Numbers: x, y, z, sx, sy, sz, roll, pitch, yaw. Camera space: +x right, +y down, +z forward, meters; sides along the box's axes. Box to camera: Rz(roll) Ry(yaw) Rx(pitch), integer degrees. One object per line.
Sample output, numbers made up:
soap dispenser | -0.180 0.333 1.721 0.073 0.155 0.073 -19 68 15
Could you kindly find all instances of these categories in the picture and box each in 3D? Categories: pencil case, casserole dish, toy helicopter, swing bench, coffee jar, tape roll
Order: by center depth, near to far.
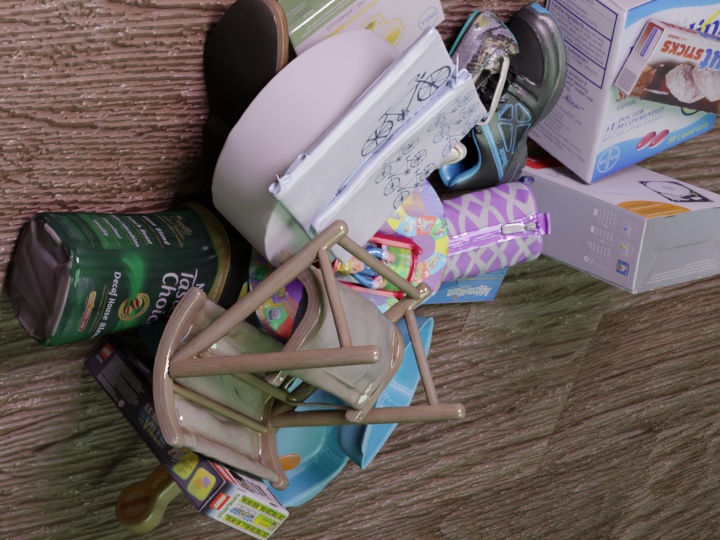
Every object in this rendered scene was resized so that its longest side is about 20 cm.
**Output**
tape roll | -0.026 -0.099 1.427 0.202 0.071 0.203 -39 158 -19
coffee jar | -0.185 0.000 1.439 0.199 0.085 0.105 -8 130 -43
swing bench | -0.048 0.077 1.446 0.198 0.131 0.199 -23 155 16
toy helicopter | -0.144 0.172 1.610 0.200 0.132 0.079 -44 145 -3
pencil case | 0.082 -0.025 1.653 0.198 0.085 0.085 -16 109 -14
casserole dish | -0.061 0.157 1.750 0.121 0.039 0.201 -28 142 -30
casserole dish | 0.023 0.116 1.751 0.200 0.038 0.122 -49 156 -60

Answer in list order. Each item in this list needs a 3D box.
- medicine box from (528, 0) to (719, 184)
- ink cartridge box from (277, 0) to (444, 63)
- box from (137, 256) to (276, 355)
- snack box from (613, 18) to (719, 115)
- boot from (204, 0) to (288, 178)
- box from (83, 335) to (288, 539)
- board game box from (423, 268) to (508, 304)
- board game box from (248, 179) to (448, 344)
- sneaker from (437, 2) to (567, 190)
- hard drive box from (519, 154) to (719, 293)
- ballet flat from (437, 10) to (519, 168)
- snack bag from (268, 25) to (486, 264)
medicine box | 0.270 -0.215 1.695 0.181 0.103 0.201 -23 139 -30
ink cartridge box | 0.007 -0.186 1.496 0.145 0.048 0.201 -39 142 -13
box | -0.102 0.018 1.575 0.200 0.049 0.082 -44 145 -4
snack box | 0.320 -0.191 1.658 0.199 0.024 0.072 3 120 -48
boot | -0.080 -0.154 1.423 0.075 0.074 0.201 -32 152 -32
box | -0.153 0.146 1.515 0.035 0.200 0.110 -47 144 4
board game box | 0.086 -0.013 1.770 0.199 0.019 0.104 -1 123 -45
board game box | 0.000 0.000 1.550 0.199 0.039 0.159 -33 121 -10
sneaker | 0.134 -0.156 1.633 0.081 0.073 0.201 -15 134 -38
hard drive box | 0.251 -0.053 1.737 0.155 0.199 0.078 -10 115 -42
ballet flat | 0.079 -0.139 1.582 0.072 0.072 0.201 14 116 -51
snack bag | 0.020 -0.097 1.392 0.189 0.021 0.200 -45 160 -2
